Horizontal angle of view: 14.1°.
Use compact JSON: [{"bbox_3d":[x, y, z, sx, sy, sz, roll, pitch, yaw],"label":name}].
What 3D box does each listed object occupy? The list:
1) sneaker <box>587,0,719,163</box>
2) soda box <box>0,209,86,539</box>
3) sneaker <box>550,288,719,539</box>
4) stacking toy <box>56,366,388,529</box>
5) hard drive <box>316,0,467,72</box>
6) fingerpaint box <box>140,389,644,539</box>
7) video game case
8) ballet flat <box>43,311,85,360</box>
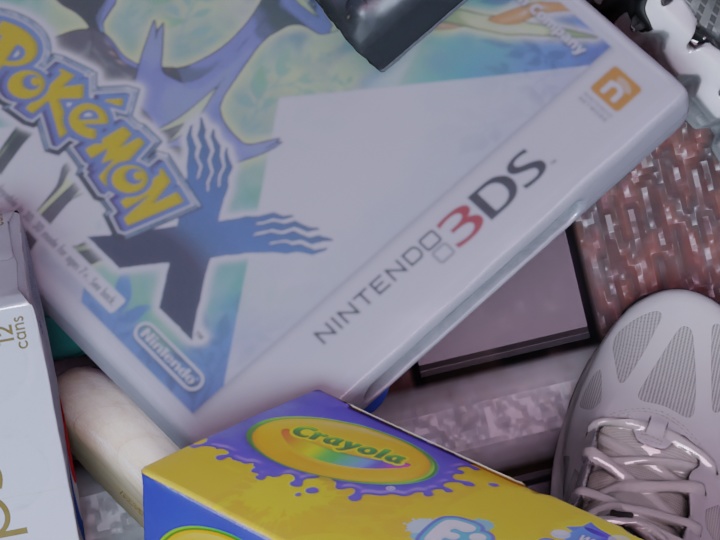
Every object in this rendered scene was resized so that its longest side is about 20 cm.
[{"bbox_3d":[0.128,-0.084,0.918,0.090,0.066,0.200,-40,94,-10],"label":"sneaker"},{"bbox_3d":[-0.111,0.089,0.838,0.068,0.064,0.201,-10,116,-5],"label":"soda box"},{"bbox_3d":[0.087,0.078,0.850,0.075,0.116,0.202,8,62,8],"label":"sneaker"},{"bbox_3d":[0.000,0.000,0.895,0.085,0.085,0.200,45,78,-1],"label":"stacking toy"},{"bbox_3d":[0.038,-0.175,0.858,0.200,0.033,0.140,-40,68,7],"label":"hard drive"},{"bbox_3d":[0.034,0.145,0.755,0.073,0.199,0.168,-22,123,-41],"label":"fingerpaint box"},{"bbox_3d":[-0.035,-0.056,0.871,0.182,0.022,0.200,-41,69,-16],"label":"video game case"},{"bbox_3d":[-0.173,-0.008,0.889,0.198,0.068,0.068,2,66,-11],"label":"ballet flat"}]
